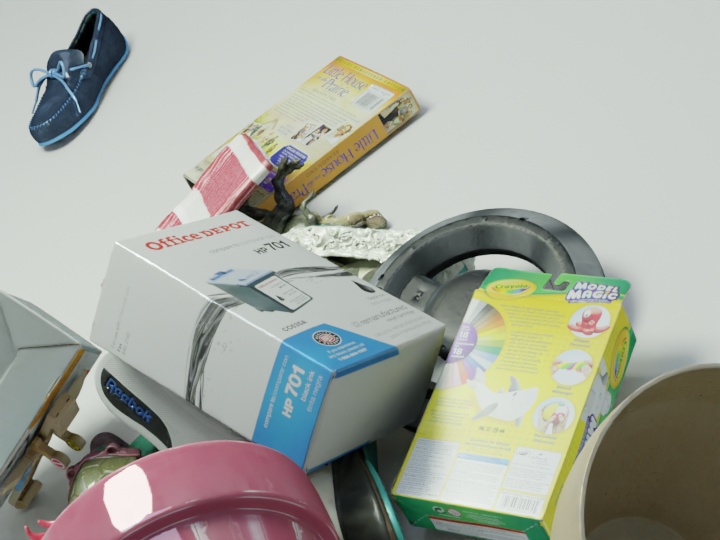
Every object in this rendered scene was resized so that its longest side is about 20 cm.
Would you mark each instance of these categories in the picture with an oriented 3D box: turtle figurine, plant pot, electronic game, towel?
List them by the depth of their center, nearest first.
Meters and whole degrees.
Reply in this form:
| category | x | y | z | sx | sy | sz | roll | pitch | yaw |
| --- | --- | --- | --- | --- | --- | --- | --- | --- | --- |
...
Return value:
| category | x | y | z | sx | sy | sz | roll | pitch | yaw |
| --- | --- | --- | --- | --- | --- | --- | --- | --- | --- |
| plant pot | 0.184 | 0.168 | 1.043 | 0.200 | 0.200 | 0.134 | -50 | 1 | -30 |
| plant pot | -0.087 | 0.236 | 1.157 | 0.199 | 0.200 | 0.179 | -30 | 47 | -1 |
| electronic game | 0.087 | 0.036 | 1.391 | 0.199 | 0.042 | 0.201 | -13 | 50 | 16 |
| turtle figurine | -0.172 | 0.172 | 1.393 | 0.149 | 0.101 | 0.200 | -19 | 26 | 11 |
| towel | -0.156 | -0.035 | 1.654 | 0.200 | 0.023 | 0.144 | -48 | 17 | 3 |

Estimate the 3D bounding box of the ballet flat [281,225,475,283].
| category | x | y | z | sx | sy | sz | roll | pitch | yaw |
| --- | --- | --- | --- | --- | --- | --- | --- | --- | --- |
| ballet flat | 0.000 | 0.000 | 1.517 | 0.199 | 0.072 | 0.072 | -2 | 41 | 39 |

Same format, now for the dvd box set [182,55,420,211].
| category | x | y | z | sx | sy | sz | roll | pitch | yaw |
| --- | --- | --- | --- | --- | --- | --- | --- | --- | --- |
| dvd box set | -0.057 | -0.120 | 1.770 | 0.200 | 0.029 | 0.146 | -39 | 33 | -13 |

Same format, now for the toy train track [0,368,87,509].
| category | x | y | z | sx | sy | sz | roll | pitch | yaw |
| --- | --- | --- | --- | --- | --- | --- | --- | --- | --- |
| toy train track | -0.241 | 0.148 | 1.456 | 0.115 | 0.032 | 0.200 | -58 | 3 | -31 |

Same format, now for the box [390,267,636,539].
| category | x | y | z | sx | sy | sz | roll | pitch | yaw |
| --- | --- | --- | --- | --- | --- | --- | --- | --- | --- |
| box | 0.110 | 0.087 | 1.278 | 0.117 | 0.048 | 0.201 | 6 | 57 | 30 |

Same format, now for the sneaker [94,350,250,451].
| category | x | y | z | sx | sy | sz | roll | pitch | yaw |
| --- | --- | --- | --- | --- | --- | --- | --- | --- | --- |
| sneaker | -0.094 | 0.119 | 1.372 | 0.073 | 0.200 | 0.112 | -47 | -11 | 25 |

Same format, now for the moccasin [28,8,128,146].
| category | x | y | z | sx | sy | sz | roll | pitch | yaw |
| --- | --- | --- | --- | --- | --- | --- | --- | --- | --- |
| moccasin | -0.328 | -0.218 | 2.095 | 0.080 | 0.068 | 0.201 | -13 | 36 | 26 |

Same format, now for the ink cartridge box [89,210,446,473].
| category | x | y | z | sx | sy | sz | roll | pitch | yaw |
| --- | --- | --- | --- | --- | --- | --- | --- | --- | --- |
| ink cartridge box | -0.065 | 0.045 | 1.316 | 0.199 | 0.086 | 0.146 | 30 | 26 | 25 |

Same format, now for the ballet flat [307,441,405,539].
| category | x | y | z | sx | sy | sz | roll | pitch | yaw |
| --- | --- | --- | --- | --- | --- | --- | --- | --- | --- |
| ballet flat | -0.013 | 0.153 | 1.312 | 0.068 | 0.068 | 0.200 | -18 | 23 | 0 |

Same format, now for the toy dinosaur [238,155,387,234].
| category | x | y | z | sx | sy | sz | roll | pitch | yaw |
| --- | --- | --- | --- | --- | --- | --- | --- | --- | --- |
| toy dinosaur | -0.077 | -0.045 | 1.643 | 0.199 | 0.047 | 0.089 | -15 | 70 | 23 |

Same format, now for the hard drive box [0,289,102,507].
| category | x | y | z | sx | sy | sz | roll | pitch | yaw |
| --- | --- | --- | --- | --- | --- | --- | --- | --- | --- |
| hard drive box | -0.277 | 0.103 | 1.436 | 0.156 | 0.077 | 0.200 | -57 | 2 | -4 |
